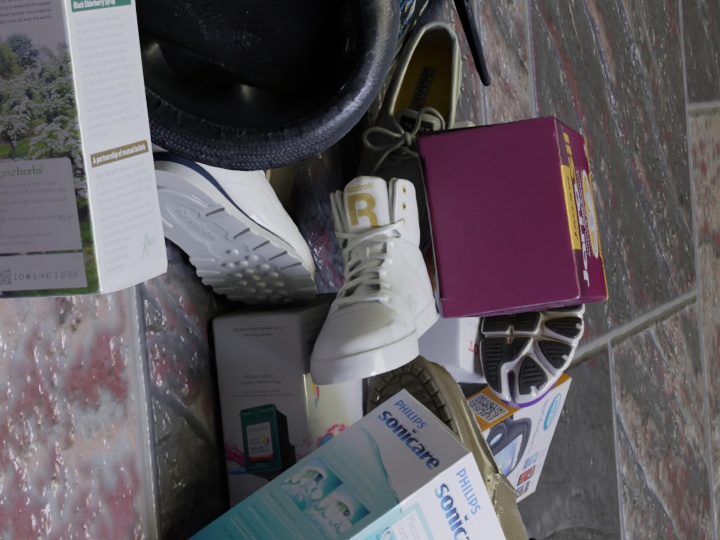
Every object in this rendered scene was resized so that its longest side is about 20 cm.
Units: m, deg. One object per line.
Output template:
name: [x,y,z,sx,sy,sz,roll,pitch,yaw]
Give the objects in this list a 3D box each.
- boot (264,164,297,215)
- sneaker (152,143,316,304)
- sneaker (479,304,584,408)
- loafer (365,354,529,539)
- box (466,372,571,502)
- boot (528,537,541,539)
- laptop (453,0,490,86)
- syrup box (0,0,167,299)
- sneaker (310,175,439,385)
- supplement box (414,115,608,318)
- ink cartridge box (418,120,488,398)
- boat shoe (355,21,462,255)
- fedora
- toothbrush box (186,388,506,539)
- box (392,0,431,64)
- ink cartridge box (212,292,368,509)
boot: [-0.042,-0.101,1.335,0.075,0.096,0.202,-5,92,-68]
sneaker: [-0.080,-0.044,1.266,0.200,0.076,0.081,51,34,-53]
sneaker: [0.150,0.043,1.602,0.201,0.080,0.084,-67,153,-47]
loafer: [0.064,0.151,1.385,0.067,0.075,0.202,-24,96,-63]
box: [0.100,0.149,1.598,0.199,0.041,0.120,-23,137,-46]
boot: [0.050,0.289,1.461,0.065,0.164,0.202,6,89,-57]
laptop: [0.119,-0.293,1.652,0.188,0.115,0.201,-100,174,-57]
syrup box: [-0.163,-0.090,1.057,0.081,0.078,0.202,-24,109,-66]
sneaker: [0.000,0.000,1.299,0.200,0.073,0.117,-51,130,-74]
supplement box: [0.114,-0.036,1.450,0.200,0.102,0.132,0,83,-77]
ink cartridge box: [0.073,-0.002,1.624,0.145,0.083,0.202,32,58,-63]
boat shoe: [0.041,-0.099,1.518,0.086,0.074,0.204,96,11,-69]
fedora: [-0.077,-0.156,1.183,0.092,0.198,0.203,-113,-163,-83]
toothbrush box: [-0.010,0.195,1.253,0.199,0.085,0.147,-34,130,-15]
box: [0.019,-0.232,1.498,0.200,0.046,0.160,-60,164,-52]
ink cartridge box: [-0.040,0.122,1.352,0.116,0.067,0.202,-19,104,-68]
